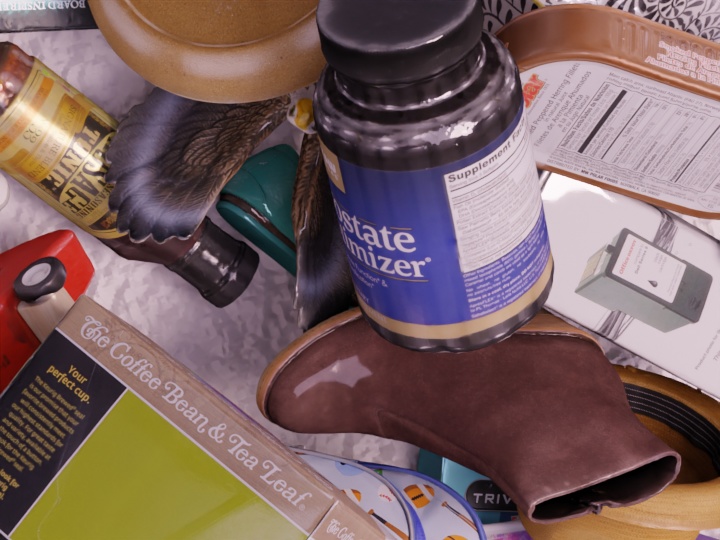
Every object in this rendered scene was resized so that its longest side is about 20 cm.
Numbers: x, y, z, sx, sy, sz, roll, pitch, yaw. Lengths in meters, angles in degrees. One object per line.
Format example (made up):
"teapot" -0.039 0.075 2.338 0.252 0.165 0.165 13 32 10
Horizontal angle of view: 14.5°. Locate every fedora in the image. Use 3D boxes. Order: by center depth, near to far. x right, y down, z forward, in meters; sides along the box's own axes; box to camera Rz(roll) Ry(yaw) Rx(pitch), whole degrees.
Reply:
"fedora" 0.149 0.124 1.670 0.200 0.201 0.082 1 115 -18

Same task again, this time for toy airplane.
"toy airplane" -0.248 0.069 1.580 0.199 0.141 0.200 3 99 -40

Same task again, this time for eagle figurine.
"eagle figurine" -0.036 -0.085 1.595 0.200 0.152 0.151 -58 154 17

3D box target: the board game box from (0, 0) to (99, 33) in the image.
"board game box" -0.131 -0.206 1.622 0.200 0.028 0.136 -4 103 -18

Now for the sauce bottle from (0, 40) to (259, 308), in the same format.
"sauce bottle" -0.144 -0.052 1.631 0.200 0.066 0.066 36 89 -21

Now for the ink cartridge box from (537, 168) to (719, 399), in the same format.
"ink cartridge box" 0.152 -0.006 1.695 0.200 0.146 0.084 28 95 -21

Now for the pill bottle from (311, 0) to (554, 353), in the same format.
"pill bottle" 0.036 -0.063 1.501 0.112 0.112 0.200 -24 130 -12

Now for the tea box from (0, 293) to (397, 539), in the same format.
"tea box" -0.117 0.158 1.510 0.197 0.200 0.134 -51 152 -2

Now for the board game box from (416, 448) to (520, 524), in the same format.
"board game box" 0.103 0.209 1.776 0.151 0.047 0.200 4 100 -18

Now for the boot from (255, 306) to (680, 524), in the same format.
"boot" 0.058 0.082 1.567 0.200 0.166 0.072 -12 124 -18

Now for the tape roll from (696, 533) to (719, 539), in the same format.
"tape roll" 0.202 0.265 1.754 0.200 0.085 0.200 -17 113 -46

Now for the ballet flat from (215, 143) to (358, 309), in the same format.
"ballet flat" 0.000 0.000 1.690 0.070 0.067 0.200 -49 113 -14

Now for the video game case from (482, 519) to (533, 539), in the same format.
"video game case" 0.032 0.248 1.689 0.200 0.024 0.182 -7 72 6

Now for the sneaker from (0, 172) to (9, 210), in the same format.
"sneaker" -0.285 -0.082 1.577 0.200 0.070 0.080 19 92 -20

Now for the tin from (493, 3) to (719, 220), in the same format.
"tin" 0.161 -0.085 1.558 0.200 0.042 0.112 16 139 -14

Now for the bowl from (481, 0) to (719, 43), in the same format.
"bowl" 0.134 -0.133 1.663 0.200 0.201 0.094 20 122 -21

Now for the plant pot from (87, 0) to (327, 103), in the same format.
"plant pot" -0.065 -0.190 1.548 0.200 0.027 0.200 -5 74 16

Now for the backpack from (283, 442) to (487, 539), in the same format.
"backpack" -0.016 0.188 1.629 0.190 0.154 0.200 9 73 4
